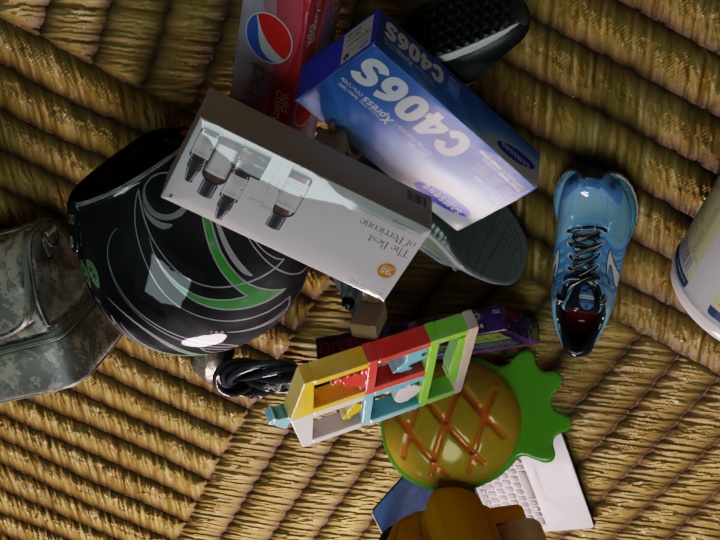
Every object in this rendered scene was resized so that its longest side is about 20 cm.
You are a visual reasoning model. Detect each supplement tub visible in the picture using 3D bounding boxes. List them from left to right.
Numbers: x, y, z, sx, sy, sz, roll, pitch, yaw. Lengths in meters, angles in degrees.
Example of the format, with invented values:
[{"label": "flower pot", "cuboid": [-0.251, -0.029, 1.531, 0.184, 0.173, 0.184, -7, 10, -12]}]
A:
[{"label": "supplement tub", "cuboid": [0.358, -0.042, 0.994, 0.143, 0.146, 0.202, 18, 132, -2]}]

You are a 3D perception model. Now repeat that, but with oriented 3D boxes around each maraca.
[{"label": "maraca", "cuboid": [0.117, 0.154, 1.247, 0.197, 0.107, 0.140, -13, 84, 11]}]

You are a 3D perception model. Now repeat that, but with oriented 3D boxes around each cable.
[{"label": "cable", "cuboid": [-0.062, 0.122, 1.227, 0.160, 0.052, 0.200, 2, 172, 9]}]

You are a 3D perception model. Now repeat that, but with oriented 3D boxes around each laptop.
[{"label": "laptop", "cuboid": [0.142, 0.274, 1.340, 0.197, 0.117, 0.189, -9, 128, 21]}]

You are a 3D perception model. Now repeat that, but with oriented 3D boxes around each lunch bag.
[{"label": "lunch bag", "cuboid": [-0.375, 0.039, 1.268, 0.197, 0.140, 0.170, -11, 110, 22]}]

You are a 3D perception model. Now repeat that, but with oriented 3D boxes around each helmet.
[{"label": "helmet", "cuboid": [-0.142, -0.021, 1.052, 0.198, 0.201, 0.192, -18, 113, 27]}]

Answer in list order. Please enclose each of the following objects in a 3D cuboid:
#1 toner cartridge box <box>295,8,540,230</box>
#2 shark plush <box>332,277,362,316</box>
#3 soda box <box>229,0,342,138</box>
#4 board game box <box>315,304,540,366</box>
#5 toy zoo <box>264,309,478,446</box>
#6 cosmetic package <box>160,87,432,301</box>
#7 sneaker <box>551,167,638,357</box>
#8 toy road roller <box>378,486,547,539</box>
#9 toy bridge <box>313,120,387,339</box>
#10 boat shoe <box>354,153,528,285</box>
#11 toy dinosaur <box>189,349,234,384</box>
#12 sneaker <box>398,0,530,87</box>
[{"label": "toner cartridge box", "cuboid": [0.050, -0.118, 0.994, 0.199, 0.044, 0.094, 36, 137, -29]}, {"label": "shark plush", "cuboid": [0.000, 0.000, 1.117, 0.089, 0.085, 0.200, 4, 168, 1]}, {"label": "soda box", "cuboid": [-0.064, -0.185, 1.023, 0.063, 0.070, 0.202, 28, 134, 13]}, {"label": "board game box", "cuboid": [0.068, 0.070, 1.200, 0.197, 0.033, 0.120, -11, 162, 22]}, {"label": "toy zoo", "cuboid": [0.008, 0.105, 1.104, 0.197, 0.021, 0.132, -17, 150, -14]}, {"label": "cosmetic package", "cuboid": [-0.048, -0.056, 0.941, 0.198, 0.051, 0.083, 25, 126, -14]}, {"label": "sneaker", "cuboid": [0.212, -0.003, 1.101, 0.077, 0.091, 0.202, 3, 130, 11]}, {"label": "toy road roller", "cuboid": [0.121, 0.294, 1.243, 0.197, 0.124, 0.147, -3, 139, -18]}, {"label": "toy bridge", "cuboid": [-0.004, -0.039, 1.026, 0.027, 0.068, 0.202, 4, 129, 22]}, {"label": "boat shoe", "cuboid": [0.070, -0.051, 1.111, 0.200, 0.075, 0.065, 27, 173, -24]}, {"label": "toy dinosaur", "cuboid": [-0.152, 0.066, 1.248, 0.076, 0.103, 0.202, 20, 131, -3]}, {"label": "sneaker", "cuboid": [0.067, -0.167, 1.024, 0.198, 0.071, 0.090, -21, 136, 30]}]
